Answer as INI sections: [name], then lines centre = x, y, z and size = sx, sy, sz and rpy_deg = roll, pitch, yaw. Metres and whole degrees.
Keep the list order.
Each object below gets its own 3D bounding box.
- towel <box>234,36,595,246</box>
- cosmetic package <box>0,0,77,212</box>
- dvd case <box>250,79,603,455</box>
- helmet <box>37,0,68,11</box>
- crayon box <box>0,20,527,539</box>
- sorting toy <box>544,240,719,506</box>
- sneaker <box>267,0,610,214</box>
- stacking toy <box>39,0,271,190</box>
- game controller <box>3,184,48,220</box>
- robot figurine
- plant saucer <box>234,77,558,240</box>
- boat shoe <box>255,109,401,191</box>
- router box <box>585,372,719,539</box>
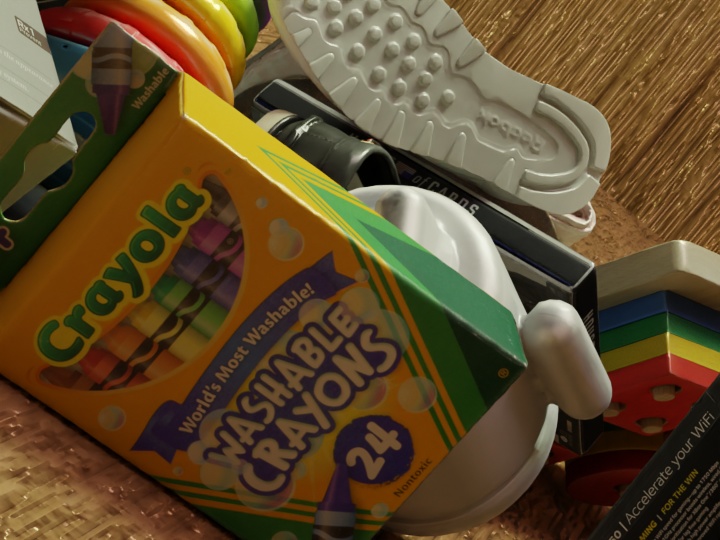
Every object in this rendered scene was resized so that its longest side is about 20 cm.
[towel]
centre = 0.002, -0.051, 1.585
size = 0.191, 0.032, 0.200
rpy_deg = 37, -30, -17
[cosmetic package]
centre = -0.194, -0.116, 1.175
size = 0.107, 0.090, 0.200
rpy_deg = 30, 33, -46
[dvd case]
centre = 0.035, -0.001, 1.470
size = 0.200, 0.025, 0.150
rpy_deg = 32, -26, 25
[helmet]
centre = -0.177, -0.225, 1.576
size = 0.200, 0.200, 0.191
rpy_deg = 36, 13, -18
[crayon box]
centre = -0.053, 0.017, 1.109
size = 0.200, 0.126, 0.052
rpy_deg = 36, 17, -17
[sorting toy]
centre = 0.155, 0.068, 1.580
size = 0.199, 0.200, 0.070
rpy_deg = 21, 59, -43
[sneaker]
centre = 0.026, -0.089, 1.413
size = 0.200, 0.076, 0.080
rpy_deg = 35, -6, -27
[stacking toy]
centre = -0.084, -0.125, 1.380
size = 0.116, 0.200, 0.110
rpy_deg = 19, -33, 24
[game controller]
centre = -0.089, 0.010, 1.318
size = 0.104, 0.042, 0.200
rpy_deg = 28, 1, 34
[robot figurine]
centre = 0.019, 0.041, 1.243
size = 0.169, 0.113, 0.200
rpy_deg = 0, -29, 19
[plant saucer]
centre = 0.008, -0.026, 1.559
size = 0.200, 0.032, 0.200
rpy_deg = 20, -29, 12
[boat shoe]
centre = -0.001, 0.002, 1.407
size = 0.063, 0.074, 0.202
rpy_deg = 20, -27, 29
[router box]
centre = 0.182, 0.129, 1.267
size = 0.051, 0.200, 0.149
rpy_deg = 25, 17, -49
